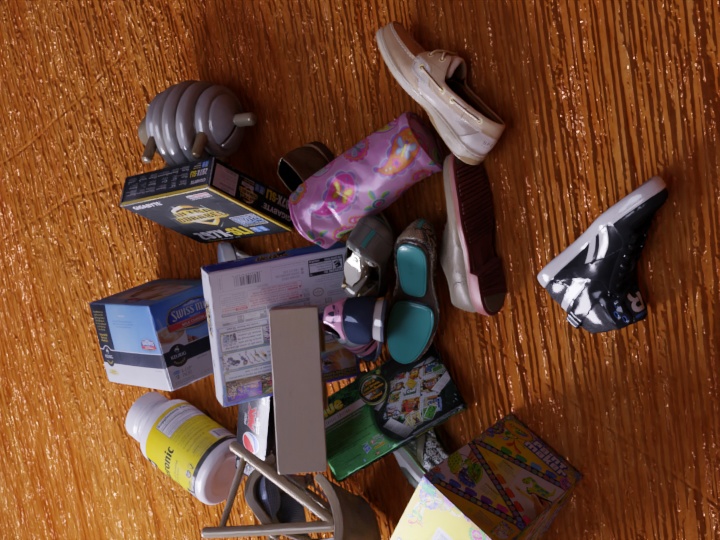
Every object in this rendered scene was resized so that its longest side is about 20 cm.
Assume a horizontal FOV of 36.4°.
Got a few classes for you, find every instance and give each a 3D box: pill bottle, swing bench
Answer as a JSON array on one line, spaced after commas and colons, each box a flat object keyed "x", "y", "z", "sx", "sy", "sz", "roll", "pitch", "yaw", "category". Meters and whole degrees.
[{"x": -0.278, "y": 0.274, "z": 1.734, "sx": 0.199, "sy": 0.111, "sz": 0.113, "roll": 29, "pitch": 123, "yaw": 32, "category": "pill bottle"}, {"x": -0.077, "y": 0.337, "z": 1.490, "sx": 0.197, "sy": 0.199, "sz": 0.131, "roll": 12, "pitch": 74, "yaw": 20, "category": "swing bench"}]

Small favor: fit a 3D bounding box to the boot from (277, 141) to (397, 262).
[{"x": -0.033, "y": -0.080, "z": 1.415, "sx": 0.200, "sy": 0.075, "sz": 0.074, "roll": 47, "pitch": 128, "yaw": 17, "category": "boot"}]

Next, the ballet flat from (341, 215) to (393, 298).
[{"x": 0.000, "y": 0.000, "z": 1.360, "sx": 0.067, "sy": 0.064, "sz": 0.201, "roll": 32, "pitch": 157, "yaw": 11, "category": "ballet flat"}]

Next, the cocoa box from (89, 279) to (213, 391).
[{"x": -0.298, "y": 0.092, "z": 1.654, "sx": 0.199, "sy": 0.132, "sz": 0.133, "roll": -1, "pitch": 106, "yaw": 51, "category": "cocoa box"}]

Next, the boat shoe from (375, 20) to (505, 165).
[{"x": 0.096, "y": -0.218, "z": 1.260, "sx": 0.069, "sy": 0.073, "sz": 0.201, "roll": -43, "pitch": 76, "yaw": 29, "category": "boat shoe"}]

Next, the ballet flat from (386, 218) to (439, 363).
[{"x": 0.072, "y": 0.022, "z": 1.354, "sx": 0.067, "sy": 0.076, "sz": 0.202, "roll": 15, "pitch": 130, "yaw": 16, "category": "ballet flat"}]

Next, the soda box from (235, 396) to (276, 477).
[{"x": -0.136, "y": 0.210, "z": 1.612, "sx": 0.063, "sy": 0.070, "sz": 0.203, "roll": 24, "pitch": 120, "yaw": 32, "category": "soda box"}]

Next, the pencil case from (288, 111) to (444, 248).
[{"x": 0.005, "y": -0.106, "z": 1.325, "sx": 0.199, "sy": 0.087, "sz": 0.088, "roll": -35, "pitch": 81, "yaw": 20, "category": "pencil case"}]

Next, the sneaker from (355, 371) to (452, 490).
[{"x": 0.071, "y": 0.204, "z": 1.447, "sx": 0.088, "sy": 0.077, "sz": 0.201, "roll": -41, "pitch": 73, "yaw": 10, "category": "sneaker"}]

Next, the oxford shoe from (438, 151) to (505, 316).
[{"x": 0.116, "y": -0.043, "z": 1.299, "sx": 0.074, "sy": 0.070, "sz": 0.203, "roll": 2, "pitch": 106, "yaw": 43, "category": "oxford shoe"}]

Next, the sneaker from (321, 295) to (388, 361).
[{"x": -0.009, "y": 0.069, "z": 1.385, "sx": 0.200, "sy": 0.081, "sz": 0.071, "roll": 97, "pitch": 178, "yaw": -74, "category": "sneaker"}]

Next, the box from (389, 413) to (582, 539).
[{"x": 0.138, "y": 0.314, "z": 1.323, "sx": 0.122, "sy": 0.192, "sz": 0.202, "roll": 39, "pitch": 127, "yaw": 23, "category": "box"}]

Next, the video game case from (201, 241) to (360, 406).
[{"x": -0.103, "y": 0.068, "z": 1.449, "sx": 0.045, "sy": 0.197, "sz": 0.184, "roll": -150, "pitch": 52, "yaw": -64, "category": "video game case"}]

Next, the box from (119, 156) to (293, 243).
[{"x": -0.210, "y": -0.092, "z": 1.512, "sx": 0.198, "sy": 0.159, "sz": 0.050, "roll": -6, "pitch": 69, "yaw": 42, "category": "box"}]

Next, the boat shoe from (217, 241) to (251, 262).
[{"x": -0.144, "y": 0.018, "z": 1.553, "sx": 0.202, "sy": 0.085, "sz": 0.076, "roll": -128, "pitch": 35, "yaw": -55, "category": "boat shoe"}]

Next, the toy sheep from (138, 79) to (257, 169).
[{"x": -0.225, "y": -0.196, "z": 1.507, "sx": 0.197, "sy": 0.138, "sz": 0.140, "roll": 2, "pitch": 107, "yaw": 27, "category": "toy sheep"}]

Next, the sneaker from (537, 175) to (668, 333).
[{"x": 0.285, "y": -0.006, "z": 1.168, "sx": 0.112, "sy": 0.073, "sz": 0.200, "roll": 52, "pitch": 140, "yaw": 10, "category": "sneaker"}]

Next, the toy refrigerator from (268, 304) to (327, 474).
[{"x": -0.075, "y": 0.147, "z": 1.380, "sx": 0.069, "sy": 0.076, "sz": 0.203, "roll": -4, "pitch": 90, "yaw": -2, "category": "toy refrigerator"}]

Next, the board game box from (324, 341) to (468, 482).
[{"x": 0.031, "y": 0.179, "z": 1.412, "sx": 0.198, "sy": 0.023, "sz": 0.106, "roll": -31, "pitch": 75, "yaw": 13, "category": "board game box"}]
